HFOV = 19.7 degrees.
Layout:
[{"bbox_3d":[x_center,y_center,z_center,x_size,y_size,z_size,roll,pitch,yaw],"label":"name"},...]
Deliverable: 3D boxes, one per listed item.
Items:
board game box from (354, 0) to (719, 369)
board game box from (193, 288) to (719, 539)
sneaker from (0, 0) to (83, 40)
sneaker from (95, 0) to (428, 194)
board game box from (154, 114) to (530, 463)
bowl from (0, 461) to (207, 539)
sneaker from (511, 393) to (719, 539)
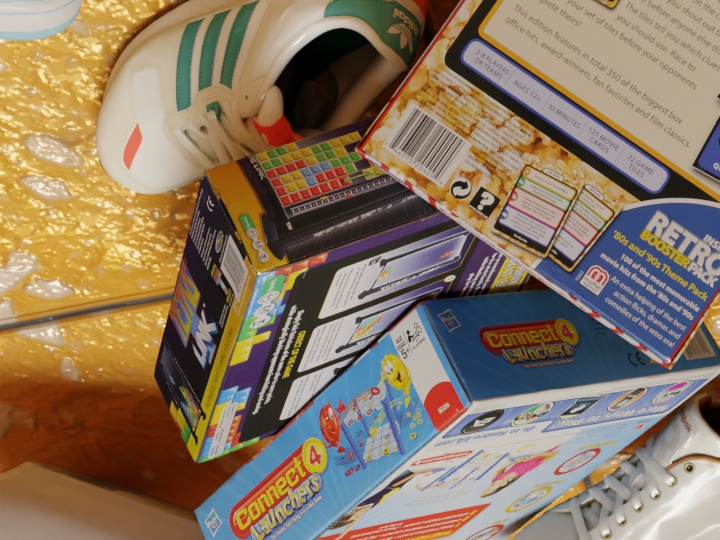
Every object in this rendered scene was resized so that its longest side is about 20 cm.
[{"bbox_3d":[0.116,-0.086,0.817,0.151,0.046,0.200,36,92,3],"label":"board game box"},{"bbox_3d":[0.051,0.084,1.039,0.200,0.056,0.196,-4,149,-46],"label":"board game box"},{"bbox_3d":[-0.199,-0.166,0.836,0.200,0.080,0.131,1,139,-23],"label":"sneaker"},{"bbox_3d":[-0.050,-0.078,0.917,0.200,0.093,0.070,-31,127,30],"label":"sneaker"},{"bbox_3d":[0.000,0.000,0.938,0.165,0.057,0.200,-20,159,-22],"label":"board game box"},{"bbox_3d":[-0.121,0.160,1.120,0.200,0.075,0.200,17,174,14],"label":"bowl"},{"bbox_3d":[0.158,0.109,1.094,0.200,0.073,0.085,-25,125,5],"label":"sneaker"}]
